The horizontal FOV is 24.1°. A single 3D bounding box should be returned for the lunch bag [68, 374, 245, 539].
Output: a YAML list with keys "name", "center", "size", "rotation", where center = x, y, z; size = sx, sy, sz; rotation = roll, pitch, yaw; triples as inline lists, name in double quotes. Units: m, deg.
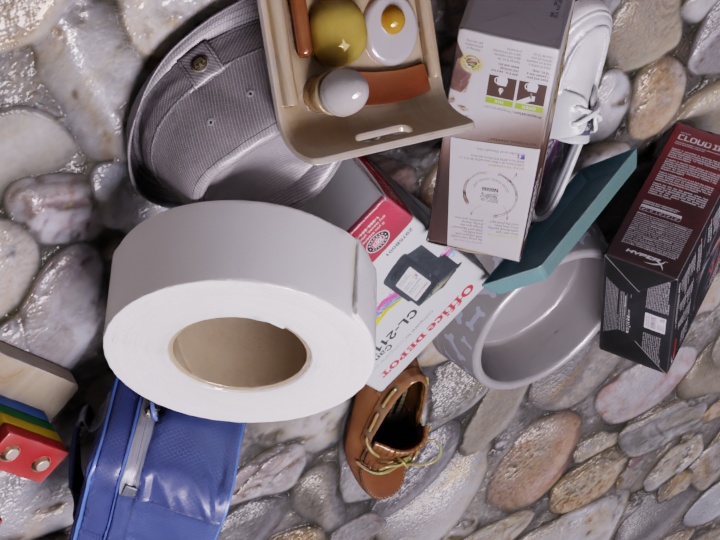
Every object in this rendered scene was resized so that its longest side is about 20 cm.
- name: "lunch bag"
  center: [-0.170, 0.166, 1.352]
  size: [0.131, 0.137, 0.201]
  rotation: [14, 134, -5]

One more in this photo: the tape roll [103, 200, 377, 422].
- name: "tape roll"
  center: [-0.085, 0.033, 1.232]
  size: [0.200, 0.071, 0.203]
  rotation: [1, 146, 1]

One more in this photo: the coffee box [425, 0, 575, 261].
- name: "coffee box"
  center: [0.109, -0.123, 1.309]
  size: [0.113, 0.079, 0.201]
  rotation: [-69, 169, -50]

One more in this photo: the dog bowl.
- name: "dog bowl"
  center: [0.165, 0.032, 1.614]
  size: [0.199, 0.059, 0.201]
  rotation: [-25, 144, -20]

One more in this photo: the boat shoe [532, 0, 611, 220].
- name: "boat shoe"
  center: [0.168, -0.130, 1.411]
  size: [0.072, 0.069, 0.201]
  rotation: [-5, 133, -40]

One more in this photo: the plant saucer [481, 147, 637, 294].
- name: "plant saucer"
  center: [0.179, -0.043, 1.472]
  size: [0.070, 0.019, 0.200]
  rotation: [-20, -160, 45]

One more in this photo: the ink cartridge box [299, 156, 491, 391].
- name: "ink cartridge box"
  center: [0.000, 0.000, 1.401]
  size: [0.146, 0.083, 0.200]
  rotation: [-46, 145, 8]

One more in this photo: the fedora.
- name: "fedora"
  center: [-0.070, -0.102, 1.213]
  size: [0.199, 0.090, 0.177]
  rotation: [-33, 145, -10]

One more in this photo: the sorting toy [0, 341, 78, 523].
- name: "sorting toy"
  center: [-0.330, 0.143, 1.265]
  size: [0.200, 0.070, 0.198]
  rotation: [-45, 145, 9]

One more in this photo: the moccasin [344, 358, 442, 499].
- name: "moccasin"
  center: [0.033, 0.153, 1.609]
  size: [0.073, 0.078, 0.202]
  rotation: [-17, 140, -29]

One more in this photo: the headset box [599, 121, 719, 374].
- name: "headset box"
  center: [0.300, -0.029, 1.601]
  size: [0.201, 0.075, 0.149]
  rotation: [-57, 156, -31]

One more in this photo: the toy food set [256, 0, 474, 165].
- name: "toy food set"
  center: [0.005, -0.183, 1.149]
  size: [0.143, 0.060, 0.202]
  rotation: [-16, 103, -32]
